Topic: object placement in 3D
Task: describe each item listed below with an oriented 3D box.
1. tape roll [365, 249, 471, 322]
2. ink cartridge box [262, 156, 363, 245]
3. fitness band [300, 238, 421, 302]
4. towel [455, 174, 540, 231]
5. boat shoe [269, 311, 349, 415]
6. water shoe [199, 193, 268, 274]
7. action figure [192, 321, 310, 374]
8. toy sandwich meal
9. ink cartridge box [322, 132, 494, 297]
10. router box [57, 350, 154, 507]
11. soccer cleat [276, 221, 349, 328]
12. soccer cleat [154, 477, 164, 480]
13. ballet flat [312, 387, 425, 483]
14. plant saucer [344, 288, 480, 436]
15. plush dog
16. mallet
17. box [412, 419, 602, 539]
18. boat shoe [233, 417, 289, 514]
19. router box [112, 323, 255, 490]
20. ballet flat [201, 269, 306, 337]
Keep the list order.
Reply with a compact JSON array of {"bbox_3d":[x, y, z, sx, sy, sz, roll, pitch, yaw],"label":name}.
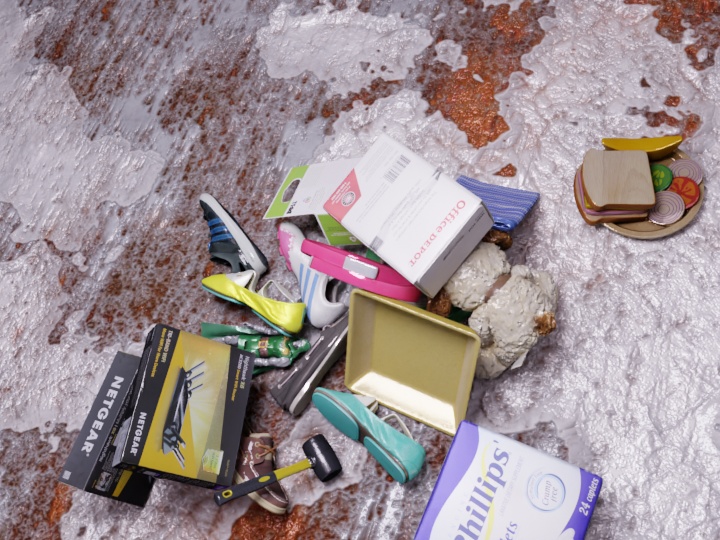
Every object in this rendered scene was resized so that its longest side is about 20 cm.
[{"bbox_3d":[0.107,-0.002,1.149,0.199,0.048,0.202,-5,64,11],"label":"tape roll"},{"bbox_3d":[-0.043,-0.117,1.203,0.199,0.076,0.148,-3,44,26],"label":"ink cartridge box"},{"bbox_3d":[0.000,0.000,1.069,0.199,0.143,0.038,22,95,23],"label":"fitness band"},{"bbox_3d":[0.195,-0.112,1.121,0.144,0.024,0.200,15,26,20],"label":"towel"},{"bbox_3d":[-0.068,0.132,1.117,0.057,0.067,0.200,33,80,18],"label":"boat shoe"},{"bbox_3d":[-0.244,-0.055,1.245,0.079,0.072,0.200,-41,63,-2],"label":"water shoe"},{"bbox_3d":[-0.178,0.127,1.156,0.198,0.055,0.119,-4,62,7],"label":"action figure"},{"bbox_3d":[0.442,-0.143,1.124,0.204,0.070,0.207,-5,64,11],"label":"toy sandwich meal"},{"bbox_3d":[0.068,-0.079,1.015,0.147,0.083,0.200,-50,60,2],"label":"ink cartridge box"},{"bbox_3d":[-0.350,0.244,1.078,0.052,0.157,0.201,11,67,22],"label":"router box"},{"bbox_3d":[-0.074,-0.003,1.178,0.086,0.070,0.201,-27,69,18],"label":"soccer cleat"},{"bbox_3d":[-0.278,0.225,1.107,0.068,0.073,0.201,15,73,2],"label":"soccer cleat"},{"bbox_3d":[0.017,0.232,1.060,0.200,0.068,0.070,37,54,25],"label":"ballet flat"},{"bbox_3d":[0.077,0.125,1.038,0.199,0.201,0.048,20,39,21],"label":"plant saucer"},{"bbox_3d":[0.192,0.037,1.029,0.172,0.161,0.200,41,80,4],"label":"plush dog"},{"bbox_3d":[-0.121,0.284,1.015,0.199,0.041,0.066,-4,51,-35],"label":"mallet"},{"bbox_3d":[0.194,0.329,0.941,0.199,0.105,0.185,19,70,21],"label":"box"},{"bbox_3d":[-0.163,0.273,1.067,0.072,0.072,0.200,-46,57,3],"label":"boat shoe"},{"bbox_3d":[-0.246,0.195,1.011,0.156,0.052,0.201,21,58,-25],"label":"router box"},{"bbox_3d":[-0.170,0.039,1.157,0.199,0.067,0.067,27,93,24],"label":"ballet flat"}]
